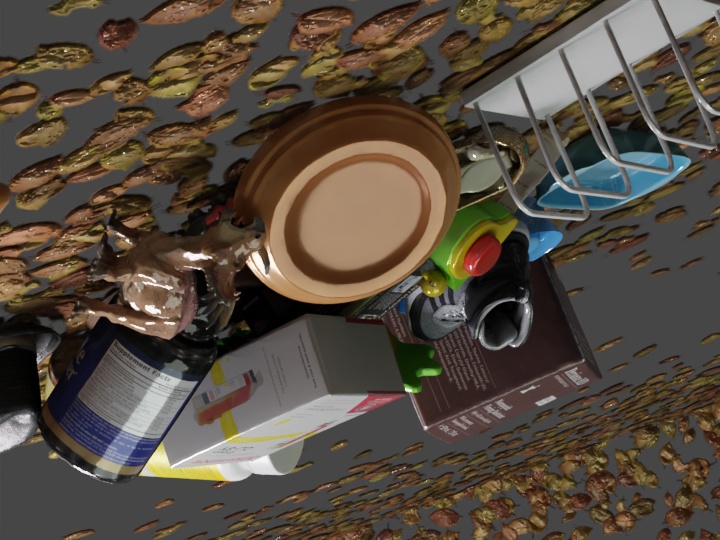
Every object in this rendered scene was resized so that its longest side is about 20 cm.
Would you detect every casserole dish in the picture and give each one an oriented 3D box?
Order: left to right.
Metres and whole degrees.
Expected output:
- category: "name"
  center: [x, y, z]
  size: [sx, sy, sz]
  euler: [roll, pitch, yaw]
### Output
- category: "casserole dish"
  center: [0.252, -0.105, 1.909]
  size: [0.121, 0.039, 0.200]
  euler: [-32, 162, 33]

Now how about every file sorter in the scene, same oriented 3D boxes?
- category: "file sorter"
  center: [0.216, -0.138, 1.587]
  size: [0.200, 0.125, 0.139]
  euler: [-30, 162, 31]

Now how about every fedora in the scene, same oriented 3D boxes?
- category: "fedora"
  center: [-0.363, 0.126, 1.771]
  size: [0.200, 0.092, 0.201]
  euler: [-19, 164, -6]

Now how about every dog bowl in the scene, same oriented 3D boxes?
- category: "dog bowl"
  center: [0.118, -0.018, 2.004]
  size: [0.200, 0.050, 0.111]
  euler: [-29, 163, 27]

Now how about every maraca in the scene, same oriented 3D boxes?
- category: "maraca"
  center: [-0.013, 0.087, 1.989]
  size: [0.200, 0.107, 0.137]
  euler: [16, -147, 25]

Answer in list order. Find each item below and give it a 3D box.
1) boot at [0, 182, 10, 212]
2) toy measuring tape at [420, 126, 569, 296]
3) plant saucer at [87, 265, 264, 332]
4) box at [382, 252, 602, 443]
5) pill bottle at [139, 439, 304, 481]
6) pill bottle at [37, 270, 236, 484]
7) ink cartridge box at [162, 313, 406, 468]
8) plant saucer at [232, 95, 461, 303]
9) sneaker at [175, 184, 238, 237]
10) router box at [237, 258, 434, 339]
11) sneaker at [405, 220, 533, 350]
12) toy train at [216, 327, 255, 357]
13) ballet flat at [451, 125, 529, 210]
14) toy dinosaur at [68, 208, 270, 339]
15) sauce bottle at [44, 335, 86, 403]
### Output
- category: "boot"
  center: [-0.295, -0.055, 1.300]
  size: [0.200, 0.074, 0.155]
  euler: [-17, 168, 34]
- category: "toy measuring tape"
  center: [0.119, -0.059, 1.754]
  size: [0.200, 0.074, 0.074]
  euler: [-52, 161, 2]
- category: "plant saucer"
  center: [-0.167, 0.035, 1.840]
  size: [0.200, 0.035, 0.200]
  euler: [-21, 164, -6]
- category: "box"
  center: [0.147, 0.080, 2.153]
  size: [0.200, 0.165, 0.166]
  euler: [-24, 164, 9]
- category: "pill bottle"
  center: [-0.168, 0.164, 1.989]
  size: [0.199, 0.115, 0.114]
  euler: [1, 174, 23]
- category: "pill bottle"
  center: [-0.201, 0.087, 1.719]
  size: [0.200, 0.112, 0.112]
  euler: [-56, 154, 15]
- category: "ink cartridge box"
  center: [-0.080, 0.118, 1.810]
  size: [0.200, 0.084, 0.145]
  euler: [-25, 165, 28]
- category: "plant saucer"
  center: [-0.006, -0.050, 1.559]
  size: [0.200, 0.037, 0.201]
  euler: [-11, 128, -15]
- category: "sneaker"
  center: [-0.057, -0.034, 1.633]
  size: [0.200, 0.098, 0.071]
  euler: [-17, 166, -12]
- category: "router box"
  center: [0.000, 0.000, 1.839]
  size: [0.200, 0.052, 0.157]
  euler: [-40, 158, 21]
- category: "sneaker"
  center: [0.111, 0.041, 1.909]
  size: [0.075, 0.114, 0.200]
  euler: [10, 141, -27]
- category: "toy train"
  center: [-0.166, 0.089, 1.886]
  size: [0.200, 0.042, 0.056]
  euler: [-13, 177, -41]
- category: "ballet flat"
  center: [0.062, -0.074, 1.695]
  size: [0.200, 0.071, 0.065]
  euler: [-29, -166, -2]
- category: "toy dinosaur"
  center: [-0.161, 0.017, 1.568]
  size: [0.135, 0.086, 0.200]
  euler: [22, 150, -8]
- category: "sauce bottle"
  center: [-0.290, 0.124, 1.920]
  size: [0.066, 0.066, 0.200]
  euler: [-17, 165, -15]
